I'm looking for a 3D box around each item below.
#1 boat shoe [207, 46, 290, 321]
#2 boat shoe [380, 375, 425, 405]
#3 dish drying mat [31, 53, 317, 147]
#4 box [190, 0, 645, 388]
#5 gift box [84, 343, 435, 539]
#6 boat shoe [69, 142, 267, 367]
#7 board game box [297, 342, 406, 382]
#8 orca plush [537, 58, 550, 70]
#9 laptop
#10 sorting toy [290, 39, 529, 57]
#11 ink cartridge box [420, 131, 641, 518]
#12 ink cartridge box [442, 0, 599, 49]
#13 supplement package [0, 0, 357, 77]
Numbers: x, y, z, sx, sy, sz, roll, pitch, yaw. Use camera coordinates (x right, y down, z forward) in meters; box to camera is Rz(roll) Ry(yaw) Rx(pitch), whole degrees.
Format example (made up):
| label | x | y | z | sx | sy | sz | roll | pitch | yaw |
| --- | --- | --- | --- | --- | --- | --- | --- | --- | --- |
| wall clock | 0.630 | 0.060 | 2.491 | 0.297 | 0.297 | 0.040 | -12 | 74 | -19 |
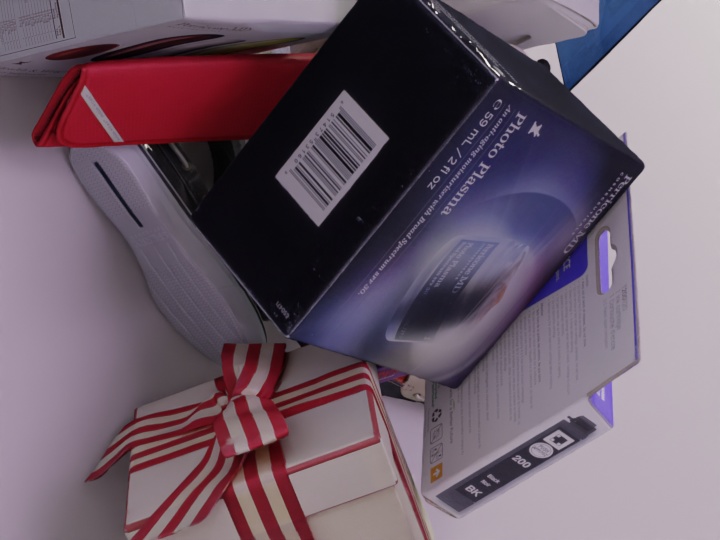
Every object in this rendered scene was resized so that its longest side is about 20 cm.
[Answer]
| label | x | y | z | sx | sy | sz | roll | pitch | yaw |
| --- | --- | --- | --- | --- | --- | --- | --- | --- | --- |
| boat shoe | -0.065 | -0.068 | 1.252 | 0.064 | 0.074 | 0.204 | -6 | 79 | -27 |
| boat shoe | 0.052 | 0.072 | 1.410 | 0.199 | 0.062 | 0.072 | 28 | 65 | -46 |
| dish drying mat | -0.104 | -0.105 | 1.141 | 0.199 | 0.077 | 0.018 | -6 | 55 | -41 |
| box | 0.041 | -0.049 | 1.139 | 0.200 | 0.123 | 0.198 | -50 | 147 | 14 |
| gift box | -0.059 | 0.158 | 1.135 | 0.185 | 0.199 | 0.188 | -115 | -175 | -69 |
| boat shoe | -0.110 | -0.026 | 1.203 | 0.071 | 0.072 | 0.201 | -50 | 121 | -38 |
| board game box | 0.016 | 0.022 | 1.347 | 0.199 | 0.032 | 0.120 | -13 | 64 | -52 |
| orca plush | 0.146 | -0.109 | 1.484 | 0.071 | 0.200 | 0.106 | 33 | 98 | -18 |
| laptop | 0.188 | -0.293 | 1.506 | 0.188 | 0.115 | 0.201 | -95 | 165 | -46 |
| sorting toy | 0.082 | -0.132 | 1.350 | 0.179 | 0.107 | 0.200 | -8 | 50 | -49 |
| ink cartridge box | 0.120 | 0.036 | 1.207 | 0.043 | 0.200 | 0.199 | 30 | 43 | -27 |
| ink cartridge box | 0.113 | -0.285 | 1.469 | 0.083 | 0.144 | 0.202 | 18 | 70 | -48 |
| supplement package | -0.124 | -0.203 | 1.108 | 0.191 | 0.199 | 0.148 | -8 | 91 | -52 |
